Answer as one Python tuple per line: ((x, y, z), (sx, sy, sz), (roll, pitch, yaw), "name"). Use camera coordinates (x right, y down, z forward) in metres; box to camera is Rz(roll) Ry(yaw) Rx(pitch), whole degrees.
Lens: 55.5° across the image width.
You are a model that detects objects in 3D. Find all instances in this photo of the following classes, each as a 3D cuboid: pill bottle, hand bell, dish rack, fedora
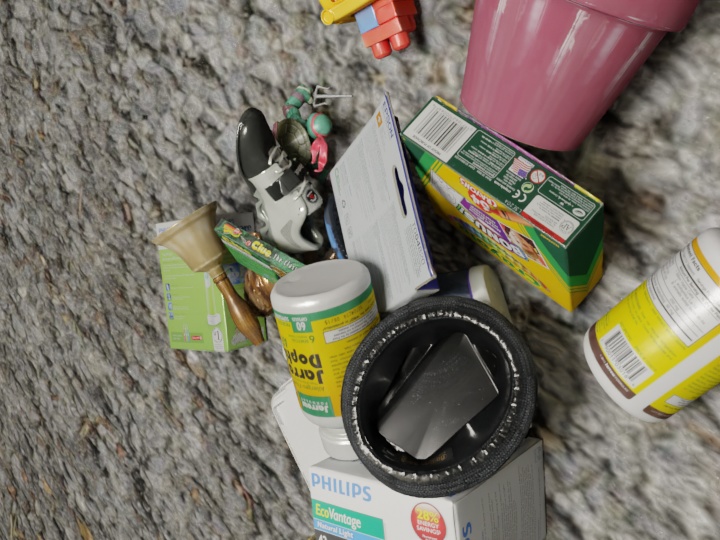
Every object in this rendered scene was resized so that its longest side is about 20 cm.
((-0.024, 0.100, 0.758), (0.112, 0.112, 0.203), (4, 115, 39), "pill bottle")
((-0.191, 0.016, 0.955), (0.103, 0.104, 0.202), (-26, 99, 39), "hand bell")
((0.305, 0.040, 0.611), (0.110, 0.109, 0.200), (54, 125, 19), "pill bottle")
((-0.050, 0.234, 0.979), (0.171, 0.043, 0.202), (-40, 71, 37), "dish rack")
((0.081, 0.126, 0.695), (0.197, 0.092, 0.204), (-3, 77, 14), "fedora")

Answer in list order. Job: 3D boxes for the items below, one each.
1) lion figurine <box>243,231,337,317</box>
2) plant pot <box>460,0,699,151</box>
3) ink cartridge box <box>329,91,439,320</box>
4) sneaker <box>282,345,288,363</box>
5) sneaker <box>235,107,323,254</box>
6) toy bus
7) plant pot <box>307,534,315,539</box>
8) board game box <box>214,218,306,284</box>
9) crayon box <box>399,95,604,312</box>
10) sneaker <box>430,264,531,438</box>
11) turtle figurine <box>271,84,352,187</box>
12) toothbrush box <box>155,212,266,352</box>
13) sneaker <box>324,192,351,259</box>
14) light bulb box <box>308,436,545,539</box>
((-0.093, 0.004, 0.957), (0.198, 0.072, 0.125), (-3, 92, 41), "lion figurine")
((0.181, -0.219, 0.623), (0.199, 0.199, 0.181), (38, 127, 28), "plant pot")
((0.031, -0.059, 0.751), (0.200, 0.040, 0.203), (140, 120, -65), "ink cartridge box")
((-0.038, 0.101, 0.905), (0.198, 0.075, 0.077), (7, 127, 47), "sneaker")
((-0.090, -0.107, 0.841), (0.087, 0.075, 0.202), (5, 133, 23), "sneaker")
((0.033, -0.352, 0.772), (0.198, 0.135, 0.194), (-17, 99, 37), "toy bus")
((-0.068, 0.481, 0.950), (0.200, 0.200, 0.190), (40, 103, 28), "plant pot")
((-0.090, 0.007, 0.874), (0.198, 0.105, 0.024), (29, 76, 17), "board game box")
((0.145, -0.062, 0.688), (0.058, 0.173, 0.200), (-47, 62, -5), "crayon box")
((0.106, 0.103, 0.791), (0.145, 0.080, 0.203), (-19, 79, 29), "sneaker")
((-0.078, -0.171, 0.907), (0.199, 0.100, 0.152), (-17, 86, 45), "turtle figurine")
((-0.233, 0.018, 1.067), (0.144, 0.086, 0.203), (-4, 96, 39), "toothbrush box")
((0.000, 0.000, 0.876), (0.202, 0.065, 0.078), (62, 151, 2), "sneaker")
((0.079, 0.264, 0.774), (0.196, 0.199, 0.127), (-1, 96, 40), "light bulb box")
